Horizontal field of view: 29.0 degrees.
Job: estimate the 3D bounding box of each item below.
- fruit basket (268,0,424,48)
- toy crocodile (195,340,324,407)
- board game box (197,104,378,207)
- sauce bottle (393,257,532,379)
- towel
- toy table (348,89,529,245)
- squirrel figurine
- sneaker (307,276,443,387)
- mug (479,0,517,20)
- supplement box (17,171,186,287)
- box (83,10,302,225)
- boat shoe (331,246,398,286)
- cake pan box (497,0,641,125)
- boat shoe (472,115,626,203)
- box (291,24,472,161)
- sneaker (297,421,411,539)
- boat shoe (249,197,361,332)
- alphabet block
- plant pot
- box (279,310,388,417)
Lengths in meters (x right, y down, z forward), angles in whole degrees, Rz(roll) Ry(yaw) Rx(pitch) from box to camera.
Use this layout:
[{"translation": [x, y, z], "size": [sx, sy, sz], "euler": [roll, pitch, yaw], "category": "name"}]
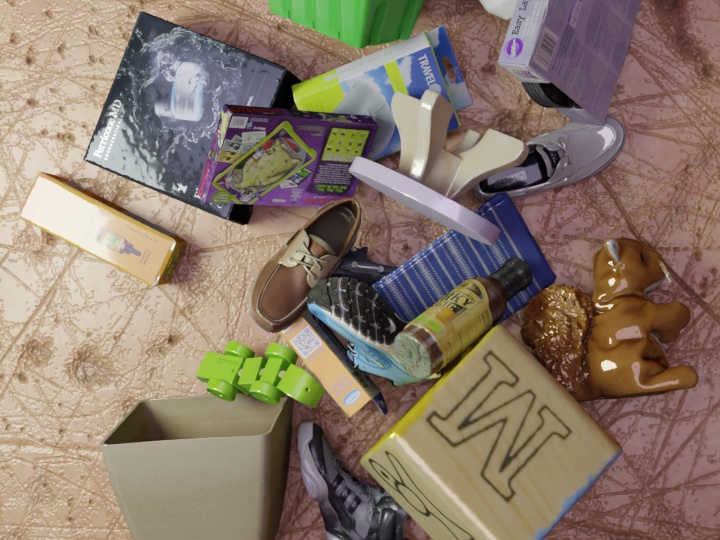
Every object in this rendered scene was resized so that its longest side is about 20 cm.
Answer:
[{"translation": [-0.007, -0.386, 1.643], "size": [0.215, 0.155, 0.217], "euler": [18, 116, 41], "category": "fruit basket"}, {"translation": [-0.126, 0.129, 1.691], "size": [0.199, 0.062, 0.068], "euler": [1, 61, 43], "category": "toy crocodile"}, {"translation": [-0.084, -0.131, 1.636], "size": [0.199, 0.032, 0.121], "euler": [1, 120, -33], "category": "board game box"}, {"translation": [0.123, 0.049, 1.614], "size": [0.200, 0.065, 0.065], "euler": [-36, 85, -35], "category": "sauce bottle"}, {"translation": [0.128, 0.014, 1.685], "size": [0.199, 0.024, 0.145], "euler": [-36, 115, -2], "category": "towel"}, {"translation": [0.094, -0.123, 1.606], "size": [0.199, 0.184, 0.118], "euler": [27, 88, 18], "category": "toy table"}, {"translation": [0.287, 0.057, 1.648], "size": [0.198, 0.142, 0.188], "euler": [-6, 83, 4], "category": "squirrel figurine"}, {"translation": [0.006, 0.085, 1.627], "size": [0.090, 0.079, 0.200], "euler": [-32, 127, 31], "category": "sneaker"}, {"translation": [0.190, -0.395, 1.660], "size": [0.186, 0.149, 0.154], "euler": [-29, 94, 12], "category": "mug"}, {"translation": [-0.323, -0.052, 1.749], "size": [0.199, 0.069, 0.067], "euler": [27, 93, 7], "category": "supplement box"}, {"translation": [-0.203, -0.184, 1.712], "size": [0.199, 0.117, 0.198], "euler": [22, 92, 7], "category": "box"}, {"translation": [0.000, 0.000, 1.712], "size": [0.199, 0.076, 0.061], "euler": [19, 92, -6], "category": "boat shoe"}, {"translation": [0.249, -0.287, 1.620], "size": [0.052, 0.184, 0.201], "euler": [11, 81, 42], "category": "cake pan box"}, {"translation": [0.231, -0.130, 1.687], "size": [0.199, 0.065, 0.074], "euler": [-28, 86, 6], "category": "boat shoe"}, {"translation": [0.030, -0.204, 1.692], "size": [0.199, 0.048, 0.122], "euler": [-21, 123, 5], "category": "box"}, {"translation": [-0.002, 0.269, 1.709], "size": [0.113, 0.075, 0.201], "euler": [-19, 93, 5], "category": "sneaker"}, {"translation": [-0.062, -0.014, 1.624], "size": [0.075, 0.072, 0.201], "euler": [34, 58, -2], "category": "boat shoe"}, {"translation": [0.144, 0.213, 1.608], "size": [0.200, 0.195, 0.196], "euler": [46, 71, 3], "category": "alphabet block"}, {"translation": [-0.184, 0.259, 1.676], "size": [0.198, 0.200, 0.179], "euler": [-4, 100, 6], "category": "plant pot"}, {"translation": [-0.042, 0.104, 1.689], "size": [0.041, 0.119, 0.200], "euler": [-38, 85, 4], "category": "box"}]
